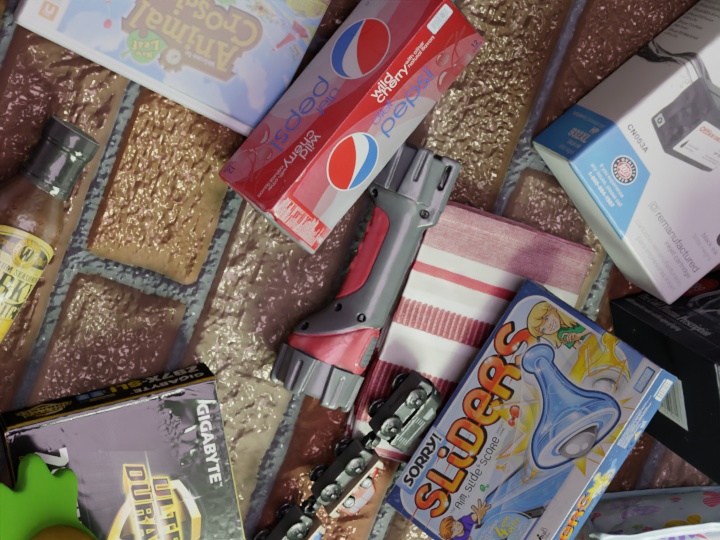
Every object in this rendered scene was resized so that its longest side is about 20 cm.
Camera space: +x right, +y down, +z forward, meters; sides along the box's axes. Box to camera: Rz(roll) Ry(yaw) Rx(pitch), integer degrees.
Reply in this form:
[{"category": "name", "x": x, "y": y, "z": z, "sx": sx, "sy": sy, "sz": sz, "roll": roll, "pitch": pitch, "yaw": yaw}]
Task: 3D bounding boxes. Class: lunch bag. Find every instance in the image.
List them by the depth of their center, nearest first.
[{"category": "lunch bag", "x": 0.268, "y": 0.258, "z": 1.799, "sx": 0.198, "sy": 0.127, "sz": 0.171, "roll": -5, "pitch": 103, "yaw": -6}]

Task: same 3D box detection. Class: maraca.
[{"category": "maraca", "x": -0.214, "y": 0.228, "z": 1.597, "sx": 0.106, "sy": 0.137, "sz": 0.201, "roll": -7, "pitch": 107, "yaw": 31}]

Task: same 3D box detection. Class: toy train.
[{"category": "toy train", "x": -0.011, "y": 0.157, "z": 1.721, "sx": 0.200, "sy": 0.034, "sz": 0.046, "roll": -49, "pitch": 130, "yaw": 10}]

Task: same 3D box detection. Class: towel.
[{"category": "towel", "x": 0.081, "y": 0.056, "z": 1.747, "sx": 0.143, "sy": 0.023, "sz": 0.201, "roll": 17, "pitch": 99, "yaw": -22}]

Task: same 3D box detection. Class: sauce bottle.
[{"category": "sauce bottle", "x": -0.250, "y": -0.013, "z": 1.605, "sx": 0.064, "sy": 0.065, "sz": 0.201, "roll": 29, "pitch": 94, "yaw": -21}]

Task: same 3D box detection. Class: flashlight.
[{"category": "flashlight", "x": 0.000, "y": 0.000, "z": 1.689, "sx": 0.067, "sy": 0.068, "sz": 0.201, "roll": 20, "pitch": 92, "yaw": -30}]

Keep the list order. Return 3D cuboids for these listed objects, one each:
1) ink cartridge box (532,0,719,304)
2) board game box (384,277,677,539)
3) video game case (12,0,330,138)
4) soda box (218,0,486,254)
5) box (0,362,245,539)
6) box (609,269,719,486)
[{"category": "ink cartridge box", "x": 0.254, "y": -0.098, "z": 1.729, "sx": 0.200, "sy": 0.084, "sz": 0.145, "roll": -39, "pitch": 110, "yaw": -5}, {"category": "board game box", "x": 0.124, "y": 0.125, "z": 1.700, "sx": 0.201, "sy": 0.135, "sz": 0.034, "roll": -58, "pitch": 148, "yaw": 3}, {"category": "video game case", "x": -0.116, "y": -0.214, "z": 1.621, "sx": 0.199, "sy": 0.022, "sz": 0.183, "roll": 25, "pitch": 95, "yaw": -21}, {"category": "soda box", "x": -0.006, "y": -0.116, "z": 1.643, "sx": 0.200, "sy": 0.070, "sz": 0.063, "roll": -50, "pitch": 138, "yaw": -2}, {"category": "box", "x": -0.167, "y": 0.184, "z": 1.687, "sx": 0.158, "sy": 0.049, "sz": 0.202, "roll": -12, "pitch": 107, "yaw": -12}, {"category": "box", "x": 0.310, "y": 0.068, "z": 1.725, "sx": 0.181, "sy": 0.200, "sz": 0.105, "roll": -14, "pitch": 106, "yaw": -14}]
